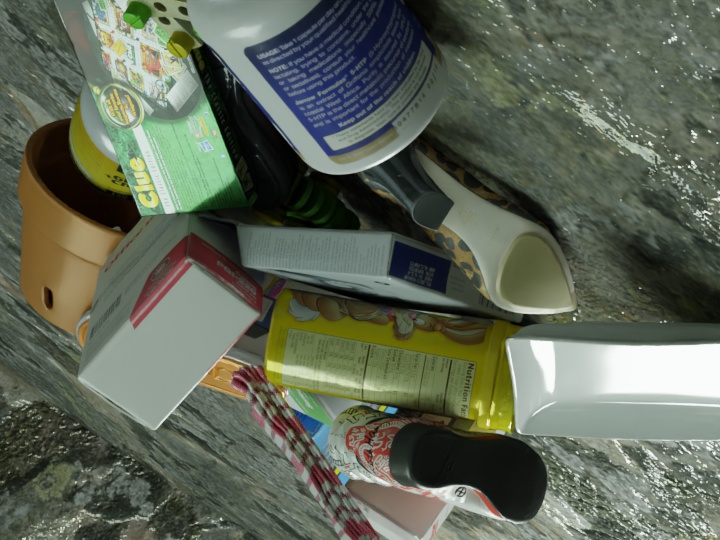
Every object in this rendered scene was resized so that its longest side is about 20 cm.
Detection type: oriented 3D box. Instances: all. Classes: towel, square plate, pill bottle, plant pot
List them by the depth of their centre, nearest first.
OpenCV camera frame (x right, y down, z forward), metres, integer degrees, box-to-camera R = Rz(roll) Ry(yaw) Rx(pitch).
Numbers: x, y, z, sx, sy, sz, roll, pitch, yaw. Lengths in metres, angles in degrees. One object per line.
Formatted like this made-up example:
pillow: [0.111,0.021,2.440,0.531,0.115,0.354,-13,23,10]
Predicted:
pill bottle: [-0.041,-0.167,1.280,0.120,0.120,0.200,19,156,47]
square plate: [0.210,0.080,1.474,0.199,0.029,0.198,1,156,7]
towel: [-0.038,0.176,1.667,0.200,0.030,0.146,54,173,19]
pill bottle: [-0.185,-0.131,1.697,0.112,0.112,0.200,38,165,-4]
plant pot: [-0.232,-0.030,1.851,0.200,0.200,0.140,33,121,13]

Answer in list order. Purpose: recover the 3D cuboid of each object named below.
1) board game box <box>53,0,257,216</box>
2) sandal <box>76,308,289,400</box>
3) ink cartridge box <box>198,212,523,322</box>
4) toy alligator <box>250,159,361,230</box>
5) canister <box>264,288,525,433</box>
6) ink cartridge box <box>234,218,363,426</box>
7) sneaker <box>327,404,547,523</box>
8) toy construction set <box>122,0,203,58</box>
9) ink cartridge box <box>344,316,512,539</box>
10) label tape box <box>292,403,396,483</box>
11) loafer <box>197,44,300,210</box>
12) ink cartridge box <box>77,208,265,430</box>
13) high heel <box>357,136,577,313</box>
board game box: [-0.158,-0.134,1.552,0.104,0.023,0.201,-4,122,24]
sandal: [-0.166,0.089,1.776,0.206,0.059,0.079,15,141,13]
ink cartridge box: [0.000,0.000,1.603,0.199,0.041,0.199,7,173,38]
toy alligator: [-0.030,-0.047,1.701,0.200,0.059,0.054,34,167,-38]
canister: [0.032,0.071,1.612,0.199,0.087,0.149,10,176,7]
ink cartridge box: [-0.061,0.041,1.860,0.200,0.145,0.088,22,158,42]
sneaker: [0.061,0.154,1.624,0.108,0.068,0.201,10,173,41]
toy construction set: [-0.148,-0.228,1.375,0.131,0.092,0.200,2,159,41]
ink cartridge box: [0.074,0.142,1.745,0.084,0.200,0.146,34,169,9]
label tape box: [-0.020,0.131,2.030,0.063,0.144,0.200,31,163,18]
loafer: [-0.103,-0.144,1.579,0.072,0.063,0.200,-4,125,32]
ink cartridge box: [-0.152,0.016,1.647,0.085,0.146,0.200,37,-160,-19]
high heel: [0.081,-0.043,1.526,0.200,0.071,0.143,34,-169,-36]
